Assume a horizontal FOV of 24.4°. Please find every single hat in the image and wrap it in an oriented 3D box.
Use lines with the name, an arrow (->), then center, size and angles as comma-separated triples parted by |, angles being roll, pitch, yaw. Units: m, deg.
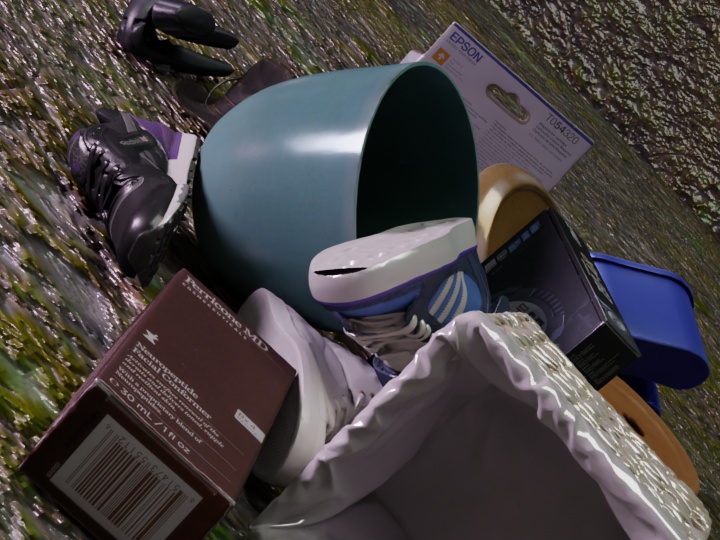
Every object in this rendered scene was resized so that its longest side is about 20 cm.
hat -> -0.069, -0.134, 1.460 | 0.200, 0.081, 0.201 | 39, 9, -8

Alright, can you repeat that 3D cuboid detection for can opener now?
can opener -> -0.158, -0.204, 1.503 | 0.078, 0.064, 0.200 | 21, 1, 17

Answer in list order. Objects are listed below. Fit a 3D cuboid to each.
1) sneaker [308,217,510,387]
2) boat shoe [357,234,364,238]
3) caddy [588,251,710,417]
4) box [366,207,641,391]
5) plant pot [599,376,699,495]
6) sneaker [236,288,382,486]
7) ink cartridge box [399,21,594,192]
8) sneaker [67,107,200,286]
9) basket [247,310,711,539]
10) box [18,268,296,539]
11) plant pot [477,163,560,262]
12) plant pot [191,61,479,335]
sneaker -> 0.035, 0.050, 1.086 | 0.200, 0.080, 0.148 | -24, 108, -65
boat shoe -> 0.000, 0.000, 1.334 | 0.198, 0.073, 0.068 | 25, 38, 18
caddy -> 0.188, 0.053, 1.357 | 0.198, 0.142, 0.106 | 14, 47, -31
box -> 0.094, 0.067, 1.210 | 0.043, 0.200, 0.161 | 41, 18, -28
plant pot -> 0.159, 0.160, 1.252 | 0.200, 0.140, 0.200 | 40, 17, -15
sneaker -> -0.022, 0.092, 1.102 | 0.115, 0.074, 0.201 | 34, 18, -22
ink cartridge box -> 0.092, -0.117, 1.625 | 0.196, 0.200, 0.043 | 37, 18, -22
sneaker -> -0.167, -0.055, 1.150 | 0.087, 0.076, 0.200 | 24, 18, -12
basket -> 0.080, 0.151, 0.996 | 0.198, 0.200, 0.161 | 47, 16, 9
box -> -0.107, 0.082, 0.943 | 0.100, 0.075, 0.200 | 42, 16, -7
plant pot -> 0.150, -0.001, 1.570 | 0.199, 0.027, 0.203 | 6, 82, -55
plant pot -> -0.025, -0.052, 1.216 | 0.159, 0.203, 0.200 | 5, -2, 29
